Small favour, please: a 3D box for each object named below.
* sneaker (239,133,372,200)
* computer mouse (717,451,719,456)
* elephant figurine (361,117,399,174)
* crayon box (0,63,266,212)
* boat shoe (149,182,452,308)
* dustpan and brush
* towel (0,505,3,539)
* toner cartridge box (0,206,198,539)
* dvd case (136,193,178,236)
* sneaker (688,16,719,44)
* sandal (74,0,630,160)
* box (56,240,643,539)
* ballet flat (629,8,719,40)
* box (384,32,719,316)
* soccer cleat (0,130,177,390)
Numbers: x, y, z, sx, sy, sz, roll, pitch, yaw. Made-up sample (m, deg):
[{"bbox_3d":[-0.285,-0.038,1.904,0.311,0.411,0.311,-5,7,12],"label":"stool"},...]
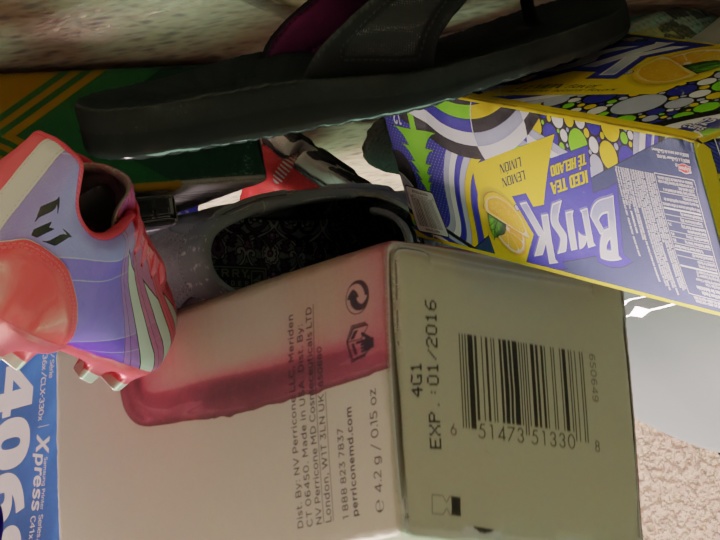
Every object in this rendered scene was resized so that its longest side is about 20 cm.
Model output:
[{"bbox_3d":[-0.034,-0.006,1.368,0.085,0.077,0.200,-53,174,-14],"label":"sneaker"},{"bbox_3d":[0.129,0.048,1.278,0.200,0.034,0.059,34,-164,32],"label":"computer mouse"},{"bbox_3d":[0.068,-0.032,1.389,0.141,0.155,0.200,29,173,24],"label":"elephant figurine"},{"bbox_3d":[-0.154,-0.040,1.146,0.200,0.052,0.126,-7,174,-38],"label":"crayon box"},{"bbox_3d":[-0.001,-0.001,1.223,0.201,0.070,0.072,-4,174,-38],"label":"boat shoe"},{"bbox_3d":[0.168,0.045,1.200,0.140,0.200,0.057,-18,-145,53],"label":"dustpan and brush"},{"bbox_3d":[-0.199,0.020,1.037,0.148,0.050,0.200,27,157,21],"label":"towel"},{"bbox_3d":[-0.119,0.043,1.281,0.043,0.200,0.095,17,158,-39],"label":"toner cartridge box"},{"bbox_3d":[-0.178,0.002,1.181,0.149,0.016,0.200,-8,175,-27],"label":"dvd case"},{"bbox_3d":[0.157,-0.058,1.073,0.200,0.085,0.073,-36,128,24],"label":"sneaker"},{"bbox_3d":[0.002,-0.078,0.975,0.200,0.048,0.075,-14,-167,-24],"label":"sandal"},{"bbox_3d":[-0.008,0.067,1.131,0.128,0.109,0.200,9,162,-42],"label":"box"},{"bbox_3d":[0.156,-0.069,1.259,0.071,0.069,0.200,33,-166,25],"label":"ballet flat"},{"bbox_3d":[0.087,-0.038,0.988,0.070,0.064,0.200,-24,-160,-24],"label":"box"},{"bbox_3d":[-0.095,-0.005,1.030,0.076,0.067,0.200,-53,168,6],"label":"soccer cleat"}]
